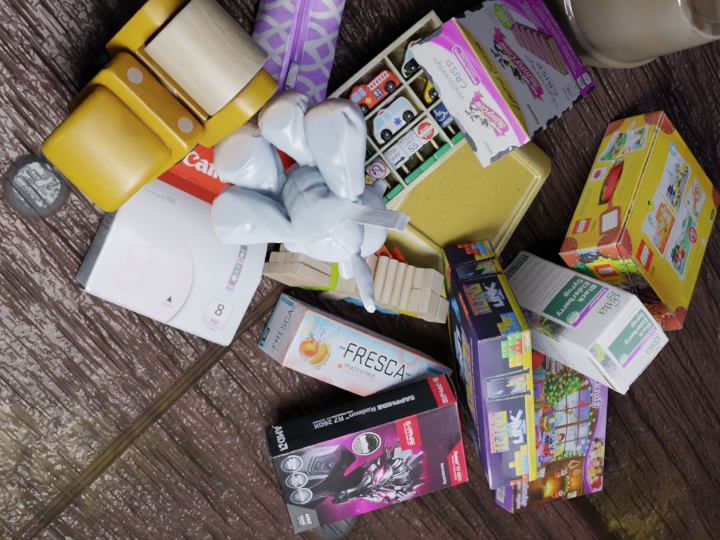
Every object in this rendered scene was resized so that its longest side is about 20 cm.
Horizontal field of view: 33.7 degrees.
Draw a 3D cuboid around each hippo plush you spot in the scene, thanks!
[{"bbox_3d":[-0.024,-0.074,1.087,0.160,0.199,0.161,-69,162,7],"label":"hippo plush"}]

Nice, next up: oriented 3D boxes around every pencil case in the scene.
[{"bbox_3d":[-0.057,-0.241,1.119,0.084,0.086,0.201,11,96,2],"label":"pencil case"}]

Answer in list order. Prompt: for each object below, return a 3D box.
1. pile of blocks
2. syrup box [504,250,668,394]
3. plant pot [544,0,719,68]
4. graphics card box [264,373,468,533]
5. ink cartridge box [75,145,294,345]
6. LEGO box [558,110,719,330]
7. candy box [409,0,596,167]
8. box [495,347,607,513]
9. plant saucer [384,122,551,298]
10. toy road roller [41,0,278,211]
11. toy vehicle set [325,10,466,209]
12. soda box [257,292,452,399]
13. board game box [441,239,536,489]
[{"bbox_3d":[0.000,0.000,1.219,0.199,0.082,0.062,17,77,-20],"label":"pile of blocks"},{"bbox_3d":[0.227,0.052,1.284,0.079,0.200,0.081,-48,120,-9],"label":"syrup box"},{"bbox_3d":[0.320,-0.308,1.259,0.199,0.173,0.201,-8,108,-26],"label":"plant pot"},{"bbox_3d":[0.009,0.191,1.238,0.199,0.051,0.126,-15,129,-5],"label":"graphics card box"},{"bbox_3d":[-0.158,-0.047,1.137,0.162,0.057,0.201,25,95,-31],"label":"ink cartridge box"},{"bbox_3d":[0.318,-0.053,1.334,0.149,0.077,0.200,47,53,-29],"label":"LEGO box"},{"bbox_3d":[0.147,-0.200,1.176,0.137,0.061,0.200,57,38,-4],"label":"candy box"},{"bbox_3d":[0.228,0.176,1.411,0.136,0.039,0.201,-8,107,-28],"label":"box"},{"bbox_3d":[0.107,-0.084,1.272,0.200,0.048,0.200,34,85,-31],"label":"plant saucer"},{"bbox_3d":[-0.179,-0.135,1.002,0.123,0.200,0.146,44,56,-16],"label":"toy road roller"},{"bbox_3d":[0.033,-0.148,1.193,0.200,0.027,0.124,-41,100,-7],"label":"toy vehicle set"},{"bbox_3d":[-0.003,0.092,1.244,0.200,0.068,0.064,25,91,-32],"label":"soda box"},{"bbox_3d":[0.133,0.097,1.237,0.056,0.166,0.201,-10,124,-3],"label":"board game box"}]
